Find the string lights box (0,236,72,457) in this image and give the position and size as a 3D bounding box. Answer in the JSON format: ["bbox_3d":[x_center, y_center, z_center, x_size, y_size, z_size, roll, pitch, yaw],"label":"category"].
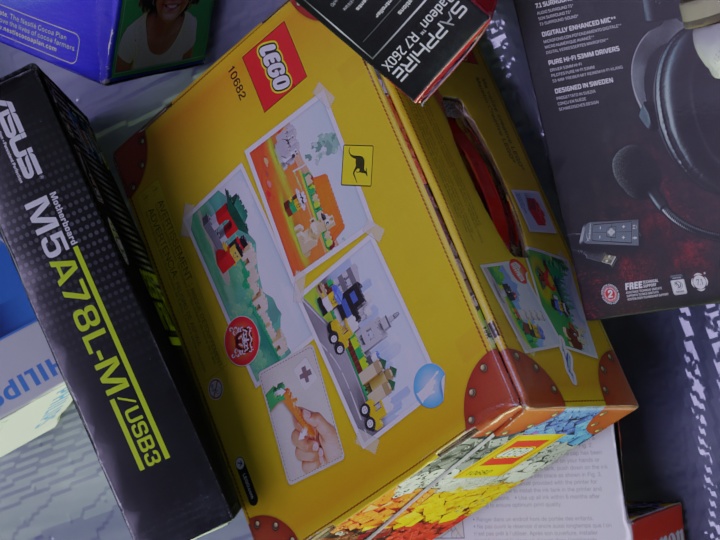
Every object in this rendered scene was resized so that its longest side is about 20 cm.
[{"bbox_3d":[-0.207,-0.012,1.064,0.201,0.059,0.103,58,155,8],"label":"string lights box"}]

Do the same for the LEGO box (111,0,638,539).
[{"bbox_3d":[0.000,0.000,0.903,0.149,0.077,0.201,-36,66,34],"label":"LEGO box"}]

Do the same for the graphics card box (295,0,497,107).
[{"bbox_3d":[-0.029,-0.163,0.839,0.200,0.126,0.051,39,118,-9],"label":"graphics card box"}]

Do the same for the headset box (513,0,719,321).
[{"bbox_3d":[0.138,-0.094,0.816,0.148,0.077,0.202,-8,100,35],"label":"headset box"}]

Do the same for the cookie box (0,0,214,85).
[{"bbox_3d":[-0.136,-0.205,0.974,0.170,0.075,0.202,24,115,27],"label":"cookie box"}]

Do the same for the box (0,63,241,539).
[{"bbox_3d":[-0.105,0.020,0.951,0.047,0.200,0.194,-26,87,-2],"label":"box"}]

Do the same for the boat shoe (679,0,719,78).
[{"bbox_3d":[0.203,-0.081,0.711,0.198,0.075,0.069,-12,100,3],"label":"boat shoe"}]

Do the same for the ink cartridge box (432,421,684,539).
[{"bbox_3d":[0.080,0.134,0.932,0.108,0.050,0.202,-5,92,36],"label":"ink cartridge box"}]
